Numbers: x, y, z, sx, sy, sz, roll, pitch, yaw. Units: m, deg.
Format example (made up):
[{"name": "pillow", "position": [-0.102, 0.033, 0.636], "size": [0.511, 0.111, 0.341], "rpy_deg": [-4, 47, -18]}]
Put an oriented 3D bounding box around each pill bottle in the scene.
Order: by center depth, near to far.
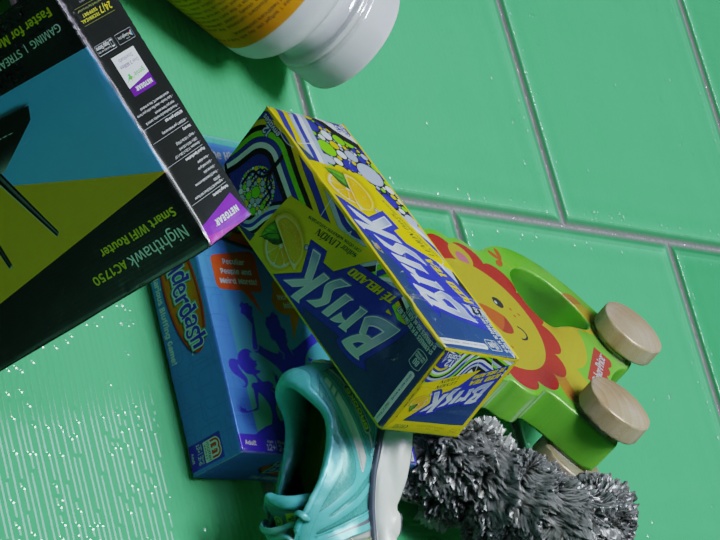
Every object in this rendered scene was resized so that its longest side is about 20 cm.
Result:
[{"name": "pill bottle", "position": [-0.073, -0.199, 1.709], "size": [0.200, 0.111, 0.111], "rpy_deg": [37, 42, -30]}]

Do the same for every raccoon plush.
[{"name": "raccoon plush", "position": [0.100, 0.133, 1.641], "size": [0.134, 0.200, 0.097], "rpy_deg": [35, 73, -19]}]

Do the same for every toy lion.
[{"name": "toy lion", "position": [0.094, 0.040, 1.779], "size": [0.191, 0.069, 0.200], "rpy_deg": [40, 23, -6]}]

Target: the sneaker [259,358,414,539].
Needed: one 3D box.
[{"name": "sneaker", "position": [-0.024, 0.149, 1.544], "size": [0.079, 0.077, 0.201], "rpy_deg": [11, 76, -41]}]

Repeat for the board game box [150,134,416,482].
[{"name": "board game box", "position": [-0.053, 0.024, 1.639], "size": [0.152, 0.045, 0.201], "rpy_deg": [8, 61, -48]}]

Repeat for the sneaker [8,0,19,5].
[{"name": "sneaker", "position": [-0.212, -0.202, 1.573], "size": [0.114, 0.073, 0.201], "rpy_deg": [8, 50, -44]}]

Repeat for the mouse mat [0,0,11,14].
[{"name": "mouse mat", "position": [-0.206, -0.126, 1.585], "size": [0.200, 0.008, 0.162], "rpy_deg": [-23, 85, -53]}]

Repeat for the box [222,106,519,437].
[{"name": "box", "position": [0.000, 0.000, 1.566], "size": [0.070, 0.064, 0.200], "rpy_deg": [10, 35, -48]}]

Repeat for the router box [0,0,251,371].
[{"name": "router box", "position": [-0.171, -0.042, 1.404], "size": [0.150, 0.200, 0.051], "rpy_deg": [57, 34, -5]}]
